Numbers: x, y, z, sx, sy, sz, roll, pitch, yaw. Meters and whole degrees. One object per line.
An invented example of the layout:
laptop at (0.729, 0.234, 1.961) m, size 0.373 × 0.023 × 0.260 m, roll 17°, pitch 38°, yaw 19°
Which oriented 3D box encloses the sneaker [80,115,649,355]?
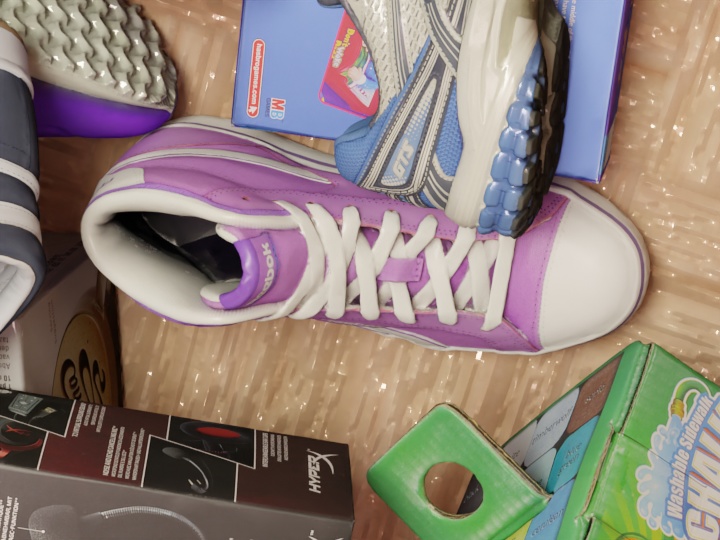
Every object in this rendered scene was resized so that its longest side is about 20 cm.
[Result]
sneaker at (0.000, 0.001, 0.761) m, size 0.200 × 0.114 × 0.073 m, roll 8°, pitch 106°, yaw 8°

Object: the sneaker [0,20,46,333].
sneaker at (-0.195, -0.003, 0.705) m, size 0.199 × 0.070 × 0.109 m, roll -20°, pitch 62°, yaw 5°

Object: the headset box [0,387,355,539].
headset box at (-0.112, 0.121, 0.721) m, size 0.199 × 0.075 × 0.149 m, roll 9°, pitch 105°, yaw -5°

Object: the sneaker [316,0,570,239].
sneaker at (0.025, -0.110, 0.697) m, size 0.085 × 0.077 × 0.201 m, roll 9°, pitch 107°, yaw 13°

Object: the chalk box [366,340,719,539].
chalk box at (0.092, 0.120, 0.735) m, size 0.200 × 0.124 × 0.125 m, roll 32°, pitch 141°, yaw -9°

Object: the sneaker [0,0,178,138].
sneaker at (-0.169, -0.070, 0.781) m, size 0.200 × 0.070 × 0.100 m, roll 12°, pitch 131°, yaw -23°

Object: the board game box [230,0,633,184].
board game box at (0.033, -0.140, 0.749) m, size 0.134 × 0.045 × 0.201 m, roll 10°, pitch 108°, yaw 9°

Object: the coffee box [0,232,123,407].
coffee box at (-0.139, 0.096, 0.816) m, size 0.080 × 0.113 × 0.201 m, roll 1°, pitch 106°, yaw 11°
